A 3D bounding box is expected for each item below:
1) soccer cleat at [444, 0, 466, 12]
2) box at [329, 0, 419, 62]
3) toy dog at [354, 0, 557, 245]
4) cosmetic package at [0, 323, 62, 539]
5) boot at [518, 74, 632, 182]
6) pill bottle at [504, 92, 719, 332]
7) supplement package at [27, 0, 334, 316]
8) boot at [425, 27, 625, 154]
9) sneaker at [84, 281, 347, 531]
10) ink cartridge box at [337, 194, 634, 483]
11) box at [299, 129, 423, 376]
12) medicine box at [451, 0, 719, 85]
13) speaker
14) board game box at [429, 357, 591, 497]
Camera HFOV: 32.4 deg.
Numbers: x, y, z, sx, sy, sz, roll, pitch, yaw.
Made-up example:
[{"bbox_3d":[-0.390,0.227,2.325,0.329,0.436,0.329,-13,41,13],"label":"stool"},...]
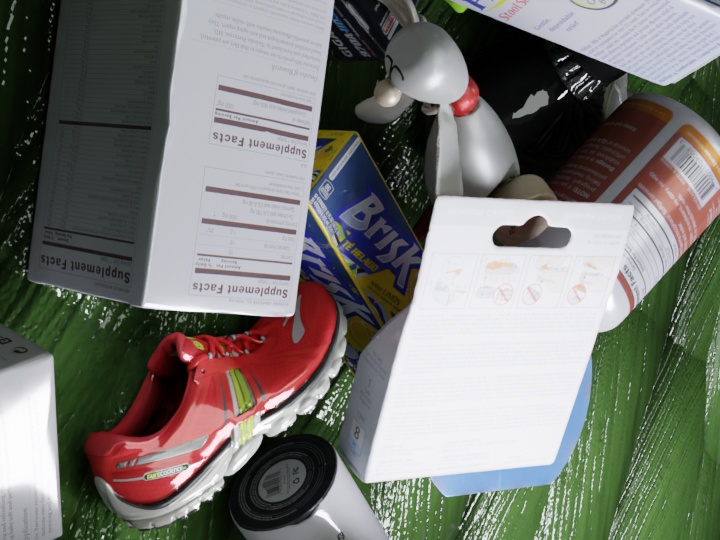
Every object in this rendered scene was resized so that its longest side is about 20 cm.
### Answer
[{"bbox_3d":[0.105,-0.257,0.919,0.067,0.081,0.200,38,40,-2],"label":"soccer cleat"},{"bbox_3d":[0.004,-0.266,0.812,0.159,0.046,0.202,43,65,-43],"label":"box"},{"bbox_3d":[0.046,-0.076,0.794,0.096,0.132,0.200,-39,127,4],"label":"toy dog"},{"bbox_3d":[-0.240,0.100,0.560,0.199,0.084,0.109,-19,121,-44],"label":"cosmetic package"},{"bbox_3d":[0.216,-0.085,1.073,0.183,0.072,0.201,-57,139,-23],"label":"boot"},{"bbox_3d":[0.180,-0.029,0.930,0.200,0.112,0.112,-45,129,-11],"label":"pill bottle"},{"bbox_3d":[-0.097,-0.083,0.679,0.109,0.113,0.203,5,93,-47],"label":"supplement package"},{"bbox_3d":[0.153,-0.147,0.909,0.211,0.157,0.080,-49,117,-34],"label":"boot"},{"bbox_3d":[-0.083,0.065,0.748,0.200,0.077,0.085,-46,121,-32],"label":"sneaker"},{"bbox_3d":[0.081,0.040,0.813,0.158,0.047,0.202,0,115,-30],"label":"ink cartridge box"},{"bbox_3d":[0.000,0.000,0.833,0.065,0.070,0.201,-54,132,-27],"label":"box"},{"bbox_3d":[0.156,-0.247,0.798,0.198,0.103,0.184,18,72,-15],"label":"medicine box"},{"bbox_3d":[-0.011,0.208,0.847,0.081,0.081,0.201,-51,130,-30],"label":"speaker"},{"bbox_3d":[0.104,0.093,0.987,0.198,0.039,0.160,1,94,-38],"label":"board game box"}]
